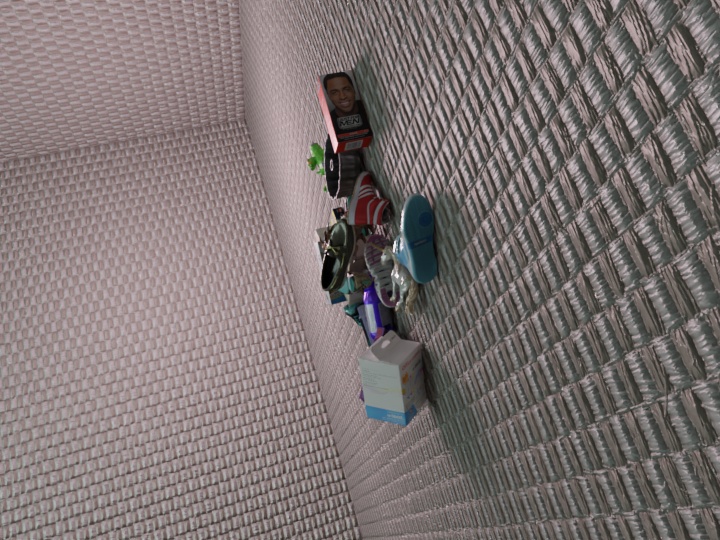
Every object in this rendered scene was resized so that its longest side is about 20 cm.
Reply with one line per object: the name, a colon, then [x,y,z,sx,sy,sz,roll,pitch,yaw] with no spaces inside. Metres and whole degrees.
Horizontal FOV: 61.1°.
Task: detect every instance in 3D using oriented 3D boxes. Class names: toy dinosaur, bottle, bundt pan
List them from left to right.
bundt pan: [-0.049,-0.307,1.764,0.202,0.074,0.207,175,90,-75]
toy dinosaur: [-0.035,-0.116,1.689,0.203,0.134,0.086,-62,-10,16]
bottle: [0.047,0.094,1.768,0.083,0.064,0.205,-25,-74,-60]

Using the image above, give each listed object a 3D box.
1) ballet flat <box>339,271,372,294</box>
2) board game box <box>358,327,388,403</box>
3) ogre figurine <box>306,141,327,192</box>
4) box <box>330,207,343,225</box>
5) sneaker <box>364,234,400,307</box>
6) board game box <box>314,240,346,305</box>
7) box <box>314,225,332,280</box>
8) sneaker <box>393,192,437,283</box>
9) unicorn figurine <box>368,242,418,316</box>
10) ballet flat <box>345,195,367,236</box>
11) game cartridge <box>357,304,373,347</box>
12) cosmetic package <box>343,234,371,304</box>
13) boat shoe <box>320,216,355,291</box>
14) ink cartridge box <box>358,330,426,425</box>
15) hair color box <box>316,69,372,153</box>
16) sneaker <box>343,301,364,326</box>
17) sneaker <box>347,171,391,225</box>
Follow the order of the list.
ballet flat: [-0.015,0.032,1.711,0.199,0.074,0.070,-178,78,-71]
board game box: [0.055,0.275,1.692,0.120,0.032,0.204,41,-122,-49]
ogre figurine: [-0.120,-0.349,2.024,0.121,0.096,0.203,66,-166,-47]
box: [-0.059,-0.096,2.106,0.137,0.037,0.204,108,146,-65]
sneaker: [0.058,0.004,1.665,0.089,0.079,0.205,119,135,-81]
board game box: [-0.055,-0.006,1.950,0.064,0.144,0.205,171,85,-73]
box: [-0.100,-0.041,2.077,0.095,0.076,0.204,-123,24,-54]
sneaker: [0.110,-0.083,1.366,0.131,0.078,0.205,-136,36,-63]
unicorn figurine: [0.100,0.023,1.544,0.199,0.073,0.140,35,128,50]
ballet flat: [-0.014,-0.140,1.854,0.071,0.067,0.205,-70,-24,-77]
game cartridge: [0.049,0.212,1.858,0.129,0.038,0.203,35,-149,-59]
cosmetic package: [0.000,0.000,1.829,0.203,0.103,0.072,90,159,-47]
boat shoe: [-0.063,-0.040,1.628,0.071,0.060,0.206,23,112,30]
ink cartridge box: [0.085,0.274,1.594,0.123,0.128,0.205,6,115,31]
hair color box: [-0.045,-0.424,1.626,0.061,0.099,0.204,118,136,-70]
sneaker: [0.003,0.139,1.957,0.093,0.076,0.200,64,-169,5]
sneaker: [0.035,-0.189,1.624,0.072,0.110,0.202,87,-168,-45]
